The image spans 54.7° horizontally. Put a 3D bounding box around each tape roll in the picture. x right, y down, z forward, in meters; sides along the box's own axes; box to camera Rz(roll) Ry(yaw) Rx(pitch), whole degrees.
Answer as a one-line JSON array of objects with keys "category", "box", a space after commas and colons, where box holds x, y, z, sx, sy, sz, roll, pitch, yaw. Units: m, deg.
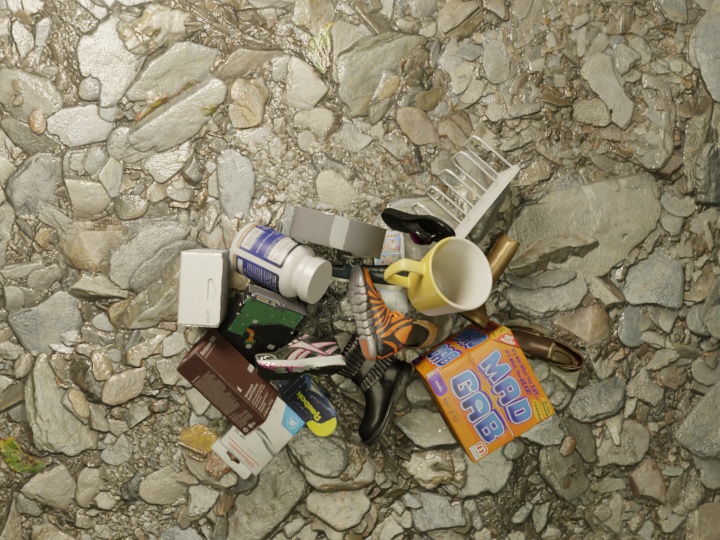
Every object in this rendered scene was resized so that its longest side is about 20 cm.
[{"category": "tape roll", "box": [-0.047, -0.078, 1.451, 0.198, 0.200, 0.067, 14, 93, -6]}]

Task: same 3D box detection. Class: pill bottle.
[{"category": "pill bottle", "box": [-0.164, -0.013, 1.450, 0.198, 0.116, 0.117, 25, 91, 23]}]

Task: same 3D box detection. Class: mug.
[{"category": "mug", "box": [0.157, 0.013, 1.443, 0.186, 0.153, 0.150, 42, 61, -8]}]

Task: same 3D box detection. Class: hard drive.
[{"category": "hard drive", "box": [-0.221, 0.127, 1.461, 0.139, 0.038, 0.200, 22, 123, -28]}]

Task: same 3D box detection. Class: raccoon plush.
[{"category": "raccoon plush", "box": [-0.078, 0.106, 1.535, 0.133, 0.097, 0.200, 33, 120, -19]}]

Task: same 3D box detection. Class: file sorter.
[{"category": "file sorter", "box": [0.222, -0.173, 1.504, 0.124, 0.139, 0.200, 40, 89, -2]}]

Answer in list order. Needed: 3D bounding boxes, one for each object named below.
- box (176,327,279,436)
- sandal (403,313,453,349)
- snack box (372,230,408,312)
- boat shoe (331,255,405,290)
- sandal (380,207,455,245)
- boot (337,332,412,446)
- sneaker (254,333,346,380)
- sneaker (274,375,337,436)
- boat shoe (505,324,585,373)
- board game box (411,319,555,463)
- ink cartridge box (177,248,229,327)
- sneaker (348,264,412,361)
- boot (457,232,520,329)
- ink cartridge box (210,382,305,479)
[{"category": "box", "box": [-0.265, 0.225, 1.412, 0.075, 0.100, 0.200, -39, 103, 25]}, {"category": "sandal", "box": [0.124, 0.136, 1.531, 0.198, 0.054, 0.081, -5, 95, -26]}, {"category": "snack box", "box": [0.066, 0.014, 1.553, 0.071, 0.024, 0.203, -3, 93, -4]}, {"category": "boat shoe", "box": [0.000, 0.000, 1.509, 0.197, 0.075, 0.063, 9, 98, 13]}, {"category": "sandal", "box": [0.117, -0.083, 1.474, 0.048, 0.199, 0.076, -52, 132, -20]}, {"category": "boot", "box": [0.005, 0.260, 1.530, 0.157, 0.079, 0.213, 27, 79, -13]}, {"category": "sneaker", "box": [-0.131, 0.177, 1.467, 0.198, 0.080, 0.087, 3, 59, -27]}, {"category": "sneaker", "box": [-0.119, 0.276, 1.530, 0.074, 0.082, 0.201, -38, 76, 6]}, {"category": "boat shoe", "box": [0.412, 0.171, 1.562, 0.200, 0.075, 0.076, 19, 80, -8]}, {"category": "board game box", "box": [0.254, 0.247, 1.493, 0.199, 0.200, 0.201, -30, 95, -3]}, {"category": "ink cartridge box", "box": [-0.318, 0.031, 1.432, 0.085, 0.200, 0.149, 4, 92, -5]}, {"category": "sneaker", "box": [0.044, 0.082, 1.466, 0.111, 0.077, 0.203, -12, 94, -21]}, {"category": "boot", "box": [0.277, 0.016, 1.500, 0.066, 0.175, 0.201, 33, 93, -13]}, {"category": "ink cartridge box", "box": [-0.226, 0.360, 1.522, 0.116, 0.067, 0.200, 43, 88, -5]}]
